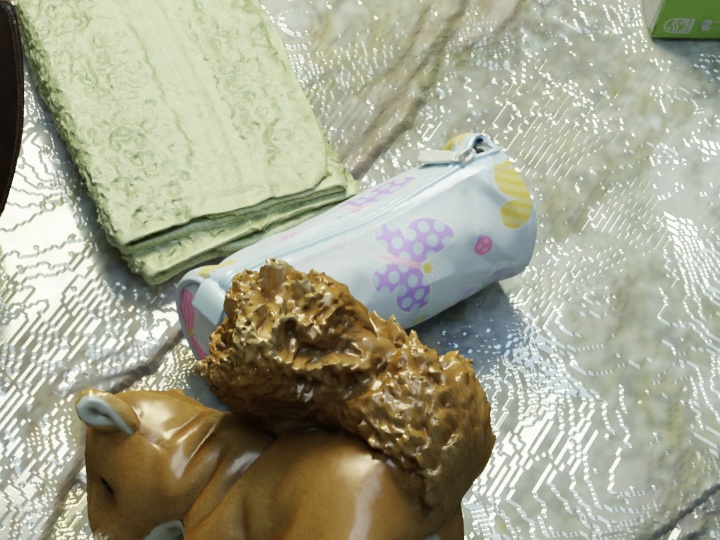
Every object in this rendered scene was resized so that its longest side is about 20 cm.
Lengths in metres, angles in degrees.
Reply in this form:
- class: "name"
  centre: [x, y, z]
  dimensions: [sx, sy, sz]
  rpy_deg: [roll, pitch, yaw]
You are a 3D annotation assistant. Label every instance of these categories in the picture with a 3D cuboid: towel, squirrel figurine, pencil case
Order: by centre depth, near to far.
- class: "squirrel figurine"
  centre: [-0.042, 0.090, 1.141]
  dimensions: [0.186, 0.201, 0.141]
  rpy_deg: [29, 14, 27]
- class: "pencil case"
  centre: [0.000, 0.000, 1.256]
  dimensions: [0.199, 0.091, 0.083]
  rpy_deg: [-28, 67, -24]
- class: "towel"
  centre: [-0.102, -0.092, 1.328]
  dimensions: [0.148, 0.037, 0.201]
  rpy_deg: [-18, 63, -20]

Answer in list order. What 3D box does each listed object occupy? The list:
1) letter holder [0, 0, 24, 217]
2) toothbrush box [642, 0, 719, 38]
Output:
- class: "letter holder"
  centre: [-0.230, -0.035, 1.168]
  dimensions: [0.141, 0.200, 0.101]
  rpy_deg: [-7, 59, -15]
- class: "toothbrush box"
  centre: [0.270, -0.223, 1.453]
  dimensions: [0.199, 0.086, 0.146]
  rpy_deg: [1, 58, -12]
